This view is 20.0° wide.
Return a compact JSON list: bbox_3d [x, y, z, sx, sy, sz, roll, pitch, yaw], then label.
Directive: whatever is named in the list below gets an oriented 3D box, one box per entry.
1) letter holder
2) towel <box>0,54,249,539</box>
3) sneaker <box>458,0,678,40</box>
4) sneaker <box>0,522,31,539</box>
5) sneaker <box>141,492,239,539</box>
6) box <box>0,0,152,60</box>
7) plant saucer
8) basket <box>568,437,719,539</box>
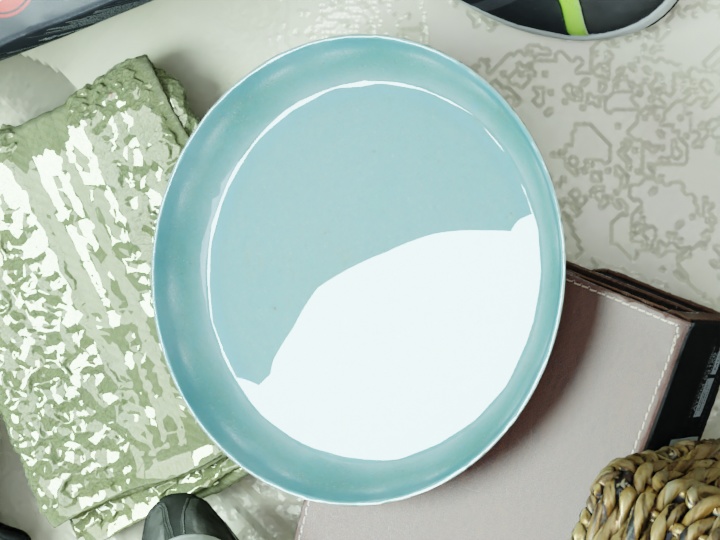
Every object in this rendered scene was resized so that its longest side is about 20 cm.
[{"bbox_3d":[0.063,0.091,0.919,0.141,0.100,0.202,22,97,22],"label":"letter holder"},{"bbox_3d":[-0.115,0.016,0.959,0.147,0.036,0.201,-24,94,7],"label":"towel"},{"bbox_3d":[0.052,-0.149,0.902,0.198,0.083,0.072,14,97,-3],"label":"sneaker"},{"bbox_3d":[-0.221,0.066,0.963,0.079,0.075,0.202,-21,100,-8],"label":"sneaker"},{"bbox_3d":[-0.059,0.185,0.955,0.066,0.091,0.201,-17,119,-3],"label":"sneaker"},{"bbox_3d":[-0.172,-0.191,0.875,0.181,0.104,0.202,-17,97,31],"label":"box"},{"bbox_3d":[0.000,0.000,0.885,0.199,0.027,0.202,-2,86,27],"label":"plant saucer"},{"bbox_3d":[0.149,0.186,0.819,0.148,0.142,0.202,25,105,33],"label":"basket"}]
